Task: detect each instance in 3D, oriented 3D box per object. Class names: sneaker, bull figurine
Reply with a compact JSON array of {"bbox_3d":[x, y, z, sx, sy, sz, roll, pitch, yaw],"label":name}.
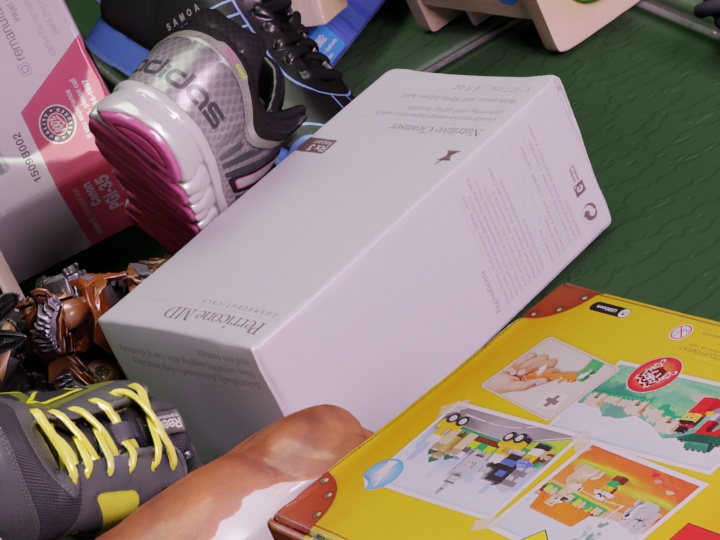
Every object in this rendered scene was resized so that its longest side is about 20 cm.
[{"bbox_3d":[-0.062,-0.053,1.148,0.074,0.200,0.088,34,76,19],"label":"sneaker"},{"bbox_3d":[-0.058,0.119,0.930,0.200,0.065,0.121,-39,31,-22],"label":"bull figurine"},{"bbox_3d":[-0.113,0.068,0.968,0.084,0.075,0.200,-30,-12,2],"label":"sneaker"},{"bbox_3d":[-0.054,-0.109,1.266,0.199,0.078,0.070,31,16,28],"label":"sneaker"}]

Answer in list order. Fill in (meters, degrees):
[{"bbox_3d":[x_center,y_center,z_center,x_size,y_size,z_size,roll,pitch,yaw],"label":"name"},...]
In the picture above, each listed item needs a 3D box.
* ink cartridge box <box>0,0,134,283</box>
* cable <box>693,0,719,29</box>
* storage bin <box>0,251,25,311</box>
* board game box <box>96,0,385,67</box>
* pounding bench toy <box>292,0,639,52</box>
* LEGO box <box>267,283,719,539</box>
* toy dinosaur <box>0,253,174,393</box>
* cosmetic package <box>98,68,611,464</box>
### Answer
[{"bbox_3d":[-0.226,-0.059,1.338,0.199,0.083,0.147,-27,67,-3],"label":"ink cartridge box"},{"bbox_3d":[0.257,-0.157,1.198,0.199,0.051,0.163,-34,20,-10],"label":"cable"},{"bbox_3d":[-0.281,-0.008,1.214,0.198,0.201,0.094,-25,16,3],"label":"storage bin"},{"bbox_3d":[-0.077,-0.195,1.414,0.041,0.199,0.200,-46,7,42],"label":"board game box"},{"bbox_3d":[0.067,-0.184,1.331,0.200,0.125,0.156,-36,27,-20],"label":"pounding bench toy"},{"bbox_3d":[0.088,0.089,0.826,0.149,0.077,0.200,-37,27,-22],"label":"LEGO box"},{"bbox_3d":[-0.159,0.054,1.126,0.200,0.102,0.136,-44,10,5],"label":"toy dinosaur"},{"bbox_3d":[0.000,0.000,1.085,0.112,0.081,0.200,6,39,47],"label":"cosmetic package"}]
